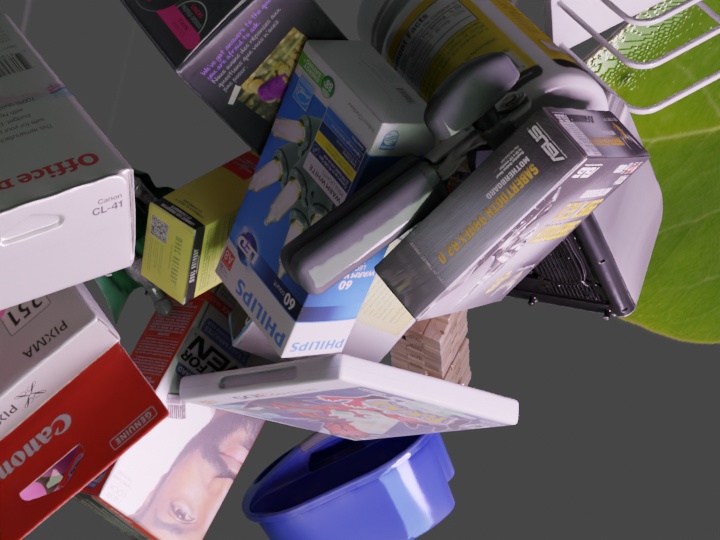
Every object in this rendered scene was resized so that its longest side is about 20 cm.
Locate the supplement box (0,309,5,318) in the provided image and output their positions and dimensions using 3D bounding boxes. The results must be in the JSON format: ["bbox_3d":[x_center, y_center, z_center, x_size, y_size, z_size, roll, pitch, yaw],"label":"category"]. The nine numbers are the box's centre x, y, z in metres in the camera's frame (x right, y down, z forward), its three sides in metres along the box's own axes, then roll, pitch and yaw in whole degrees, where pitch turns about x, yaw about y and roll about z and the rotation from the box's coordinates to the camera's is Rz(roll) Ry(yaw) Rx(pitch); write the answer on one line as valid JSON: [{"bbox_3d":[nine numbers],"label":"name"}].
[{"bbox_3d":[-0.337,0.048,1.453,0.085,0.110,0.201,9,121,-44],"label":"supplement box"}]

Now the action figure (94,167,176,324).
[{"bbox_3d":[-0.185,-0.038,1.545,0.118,0.055,0.200,-47,143,-5],"label":"action figure"}]

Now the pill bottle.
[{"bbox_3d":[0.087,-0.150,1.545,0.114,0.200,0.115,-22,138,-21],"label":"pill bottle"}]

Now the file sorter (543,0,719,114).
[{"bbox_3d":[0.235,-0.250,1.635,0.138,0.125,0.201,-28,139,-17],"label":"file sorter"}]

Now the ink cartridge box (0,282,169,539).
[{"bbox_3d":[-0.263,0.104,1.518,0.200,0.174,0.044,-40,142,-1],"label":"ink cartridge box"}]

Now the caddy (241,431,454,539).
[{"bbox_3d":[-0.009,0.184,1.815,0.199,0.142,0.105,-26,106,10],"label":"caddy"}]

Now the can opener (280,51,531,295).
[{"bbox_3d":[0.026,-0.068,1.342,0.199,0.053,0.067,-37,110,-6],"label":"can opener"}]

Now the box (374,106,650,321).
[{"bbox_3d":[0.108,-0.041,1.398,0.158,0.048,0.200,-45,168,16],"label":"box"}]

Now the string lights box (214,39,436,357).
[{"bbox_3d":[-0.025,-0.049,1.430,0.059,0.103,0.201,-4,129,-39],"label":"string lights box"}]

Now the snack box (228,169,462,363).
[{"bbox_3d":[0.000,0.000,1.545,0.116,0.037,0.200,22,125,-28],"label":"snack box"}]

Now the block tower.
[{"bbox_3d":[0.061,0.068,1.801,0.054,0.057,0.200,-61,163,-21],"label":"block tower"}]

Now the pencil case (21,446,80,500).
[{"bbox_3d":[-0.227,0.135,1.655,0.199,0.090,0.095,-7,96,-38],"label":"pencil case"}]

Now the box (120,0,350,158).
[{"bbox_3d":[-0.072,-0.158,1.467,0.106,0.122,0.200,-42,141,3],"label":"box"}]

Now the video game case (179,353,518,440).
[{"bbox_3d":[-0.008,0.102,1.586,0.199,0.181,0.023,16,71,-43],"label":"video game case"}]

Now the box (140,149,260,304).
[{"bbox_3d":[-0.080,-0.051,1.575,0.200,0.050,0.076,-32,145,-40],"label":"box"}]

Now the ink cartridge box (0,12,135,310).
[{"bbox_3d":[-0.255,-0.068,1.339,0.147,0.200,0.086,-20,137,-23],"label":"ink cartridge box"}]

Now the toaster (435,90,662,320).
[{"bbox_3d":[0.133,-0.064,1.664,0.119,0.180,0.200,-67,148,-24],"label":"toaster"}]

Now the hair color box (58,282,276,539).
[{"bbox_3d":[-0.141,0.116,1.631,0.111,0.064,0.201,41,67,-35],"label":"hair color box"}]
